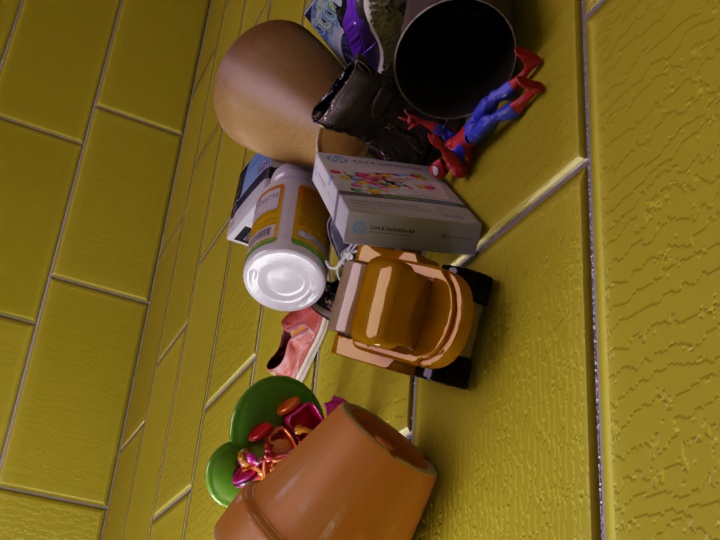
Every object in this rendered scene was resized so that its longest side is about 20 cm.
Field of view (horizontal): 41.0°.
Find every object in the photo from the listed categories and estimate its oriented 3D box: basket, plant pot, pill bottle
[{"bbox_3d":[0.115,-0.312,1.121,0.181,0.133,0.203,107,173,-55],"label":"basket"},{"bbox_3d":[-0.072,-0.218,1.297,0.199,0.184,0.189,37,111,45],"label":"plant pot"},{"bbox_3d":[-0.093,-0.054,1.307,0.202,0.109,0.112,-86,23,-47],"label":"pill bottle"},{"bbox_3d":[-0.020,0.247,0.993,0.185,0.199,0.200,-55,22,3],"label":"plant pot"}]

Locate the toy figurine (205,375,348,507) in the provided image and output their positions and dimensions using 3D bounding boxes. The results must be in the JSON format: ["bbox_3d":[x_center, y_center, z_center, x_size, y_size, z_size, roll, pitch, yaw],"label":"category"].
[{"bbox_3d":[-0.077,0.219,1.198,0.199,0.152,0.183,-38,14,-32],"label":"toy figurine"}]

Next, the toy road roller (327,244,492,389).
[{"bbox_3d":[0.029,0.037,0.990,0.198,0.145,0.125,11,84,41],"label":"toy road roller"}]

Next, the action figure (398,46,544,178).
[{"bbox_3d":[0.111,-0.171,1.077,0.200,0.097,0.066,128,153,-51],"label":"action figure"}]

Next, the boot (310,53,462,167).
[{"bbox_3d":[0.017,-0.172,1.205,0.201,0.171,0.070,-57,29,39],"label":"boot"}]

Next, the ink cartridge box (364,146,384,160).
[{"bbox_3d":[-0.004,-0.130,1.388,0.116,0.066,0.204,143,139,-59],"label":"ink cartridge box"}]

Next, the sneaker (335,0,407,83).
[{"bbox_3d":[0.014,-0.291,1.201,0.099,0.069,0.202,39,151,36],"label":"sneaker"}]

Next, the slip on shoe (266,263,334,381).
[{"bbox_3d":[-0.088,0.081,1.462,0.074,0.060,0.203,-117,48,-65],"label":"slip on shoe"}]

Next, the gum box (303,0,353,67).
[{"bbox_3d":[0.030,-0.307,1.265,0.044,0.201,0.170,-39,4,-29],"label":"gum box"}]

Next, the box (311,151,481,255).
[{"bbox_3d":[0.036,-0.080,1.108,0.201,0.153,0.042,-118,36,-64],"label":"box"}]

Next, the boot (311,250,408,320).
[{"bbox_3d":[0.000,0.000,1.268,0.200,0.072,0.153,35,108,65],"label":"boot"}]

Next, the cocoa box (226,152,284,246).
[{"bbox_3d":[-0.128,-0.125,1.623,0.200,0.131,0.134,144,139,-59],"label":"cocoa box"}]

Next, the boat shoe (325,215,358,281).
[{"bbox_3d":[0.009,-0.004,1.152,0.075,0.061,0.202,-48,55,25],"label":"boat shoe"}]
